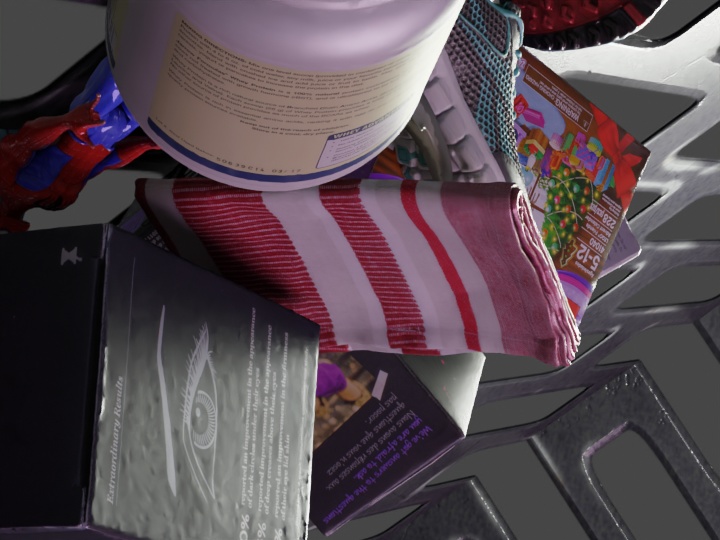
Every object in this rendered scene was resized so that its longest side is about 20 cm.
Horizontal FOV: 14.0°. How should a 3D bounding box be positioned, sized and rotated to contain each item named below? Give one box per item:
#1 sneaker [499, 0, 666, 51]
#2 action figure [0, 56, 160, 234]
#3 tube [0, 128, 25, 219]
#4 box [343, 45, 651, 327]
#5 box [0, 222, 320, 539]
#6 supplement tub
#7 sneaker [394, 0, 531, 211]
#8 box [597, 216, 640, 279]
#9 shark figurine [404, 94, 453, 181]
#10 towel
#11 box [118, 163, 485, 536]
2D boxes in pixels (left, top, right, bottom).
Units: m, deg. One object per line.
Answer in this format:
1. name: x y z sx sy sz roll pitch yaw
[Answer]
1. sneaker: 0.171 -0.184 1.678 0.200 0.079 0.096 -33 170 5
2. action figure: -0.117 -0.075 1.384 0.200 0.052 0.065 -43 150 27
3. tube: -0.208 0.022 1.453 0.200 0.050 0.077 -67 165 11
4. box: 0.071 -0.052 1.641 0.200 0.039 0.137 34 75 -42
5. box: -0.115 0.075 1.427 0.104 0.148 0.200 -6 161 30
6. supplement tub: -0.027 -0.130 1.216 0.145 0.145 0.200 -29 168 -18
7. sneaker: 0.057 -0.100 1.534 0.091 0.200 0.078 -41 -144 -23
8. box: 0.066 -0.031 1.810 0.101 0.113 0.200 -29 -173 -21
9. shark figurine: -0.023 -0.098 1.475 0.128 0.214 0.090 -64 -157 10
10. towel: 0.000 0.000 1.469 0.200 0.023 0.144 2 147 21
11. box: -0.035 0.024 1.620 0.106 0.200 0.122 -36 -168 19
